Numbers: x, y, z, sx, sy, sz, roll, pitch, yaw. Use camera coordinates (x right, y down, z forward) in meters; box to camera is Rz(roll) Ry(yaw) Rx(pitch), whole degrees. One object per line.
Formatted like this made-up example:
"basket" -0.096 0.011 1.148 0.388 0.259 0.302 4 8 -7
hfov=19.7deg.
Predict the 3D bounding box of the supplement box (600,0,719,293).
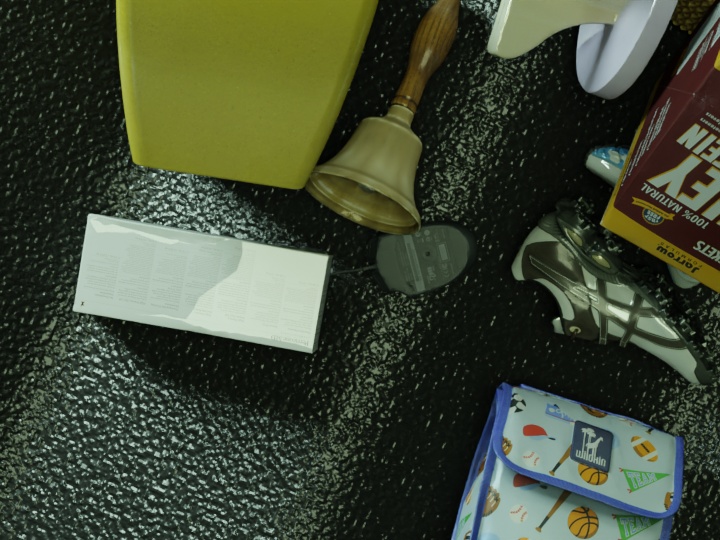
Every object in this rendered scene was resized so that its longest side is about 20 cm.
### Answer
"supplement box" 0.309 -0.123 1.605 0.133 0.197 0.200 30 134 -2

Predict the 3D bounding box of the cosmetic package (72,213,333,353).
"cosmetic package" -0.128 0.010 1.694 0.200 0.051 0.083 10 91 4

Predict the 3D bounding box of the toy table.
"toy table" 0.181 -0.250 1.661 0.117 0.184 0.200 16 82 -21

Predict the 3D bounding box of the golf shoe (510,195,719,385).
"golf shoe" 0.212 0.034 1.727 0.200 0.078 0.094 46 107 -3

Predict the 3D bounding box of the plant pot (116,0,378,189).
"plant pot" -0.098 -0.170 1.633 0.200 0.200 0.177 8 104 -4

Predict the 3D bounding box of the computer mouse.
"computer mouse" 0.000 0.000 1.727 0.200 0.034 0.059 -12 93 3

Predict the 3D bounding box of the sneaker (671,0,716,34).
"sneaker" 0.329 -0.228 1.719 0.200 0.075 0.090 31 72 -4

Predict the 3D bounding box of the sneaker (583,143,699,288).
"sneaker" 0.267 -0.034 1.722 0.200 0.075 0.087 30 108 1

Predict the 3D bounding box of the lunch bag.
"lunch bag" 0.167 0.207 1.704 0.170 0.124 0.200 18 75 -4

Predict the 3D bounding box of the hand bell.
"hand bell" 0.040 -0.140 1.694 0.104 0.104 0.200 26 74 -5
